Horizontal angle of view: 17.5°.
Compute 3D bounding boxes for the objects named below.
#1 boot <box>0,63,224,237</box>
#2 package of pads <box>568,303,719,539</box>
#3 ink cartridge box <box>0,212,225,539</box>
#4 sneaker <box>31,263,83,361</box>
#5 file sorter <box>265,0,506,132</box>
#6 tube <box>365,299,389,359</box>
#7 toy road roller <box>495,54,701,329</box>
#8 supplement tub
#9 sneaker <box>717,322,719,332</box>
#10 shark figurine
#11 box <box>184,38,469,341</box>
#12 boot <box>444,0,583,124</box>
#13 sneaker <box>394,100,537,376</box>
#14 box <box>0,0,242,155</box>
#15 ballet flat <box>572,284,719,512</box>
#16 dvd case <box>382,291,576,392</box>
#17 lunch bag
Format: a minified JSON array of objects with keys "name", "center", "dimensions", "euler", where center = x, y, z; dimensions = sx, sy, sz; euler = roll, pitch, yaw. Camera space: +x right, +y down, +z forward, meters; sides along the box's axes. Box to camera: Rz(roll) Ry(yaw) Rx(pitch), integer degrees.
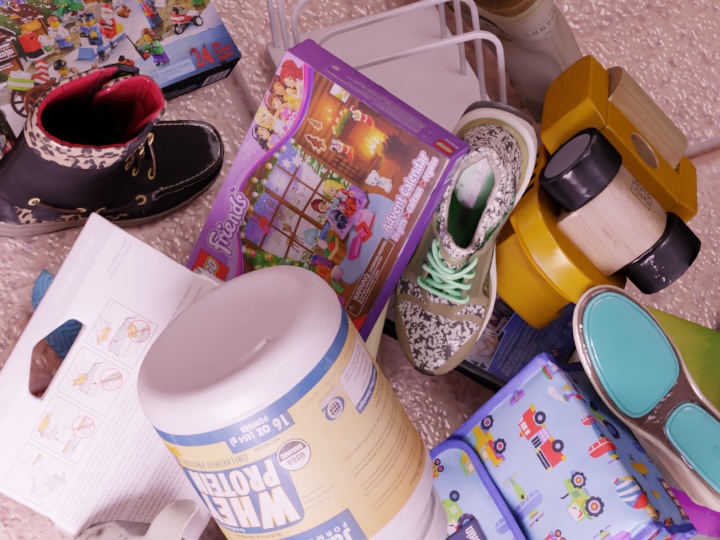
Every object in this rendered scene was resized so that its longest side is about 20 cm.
[{"name":"boot","center":[-0.169,-0.089,1.655],"dimensions":[0.199,0.151,0.074],"euler":[-10,72,-27]},{"name":"package of pads","center":[0.204,0.123,1.775],"dimensions":[0.154,0.068,0.201],"euler":[20,61,-16]},{"name":"ink cartridge box","center":[-0.156,0.086,1.590],"dimensions":[0.176,0.045,0.201],"euler":[31,91,-10]},{"name":"sneaker","center":[-0.140,0.046,1.662],"dimensions":[0.199,0.077,0.081],"euler":[27,41,-10]},{"name":"file sorter","center":[0.016,-0.167,1.720],"dimensions":[0.138,0.125,0.200],"euler":[-16,44,-9]},{"name":"tube","center":[0.000,0.000,1.660],"dimensions":[0.052,0.201,0.058],"euler":[14,26,2]},{"name":"toy road roller","center":[0.159,-0.048,1.718],"dimensions":[0.123,0.146,0.200],"euler":[45,28,-17]},{"name":"supplement tub","center":[-0.040,0.114,1.516],"dimensions":[0.145,0.144,0.201],"euler":[-49,122,-32]},{"name":"sneaker","center":[0.359,0.014,1.896],"dimensions":[0.099,0.078,0.201],"euler":[33,66,-16]},{"name":"shark figurine","center":[-0.095,0.232,1.518],"dimensions":[0.089,0.128,0.215],"euler":[0,53,-51]},{"name":"box","center":[-0.028,-0.039,1.609],"dimensions":[0.136,0.201,0.039],"euler":[34,30,12]},{"name":"boot","center":[0.116,-0.199,1.865],"dimensions":[0.072,0.200,0.155],"euler":[-39,126,-3]},{"name":"sneaker","center":[0.063,-0.016,1.615],"dimensions":[0.076,0.201,0.089],"euler":[17,19,8]},{"name":"box","center":[-0.206,-0.177,1.743],"dimensions":[0.199,0.038,0.137],"euler":[-25,80,-30]},{"name":"ballet flat","center":[0.210,0.093,1.668],"dimensions":[0.069,0.069,0.200],"euler":[-44,103,-32]},{"name":"dvd case","center":[0.079,0.005,1.760],"dimensions":[0.199,0.018,0.143],"euler":[28,64,11]},{"name":"lunch bag","center":[0.110,0.180,1.660],"dimensions":[0.151,0.200,0.094],"euler":[57,17,21]}]
